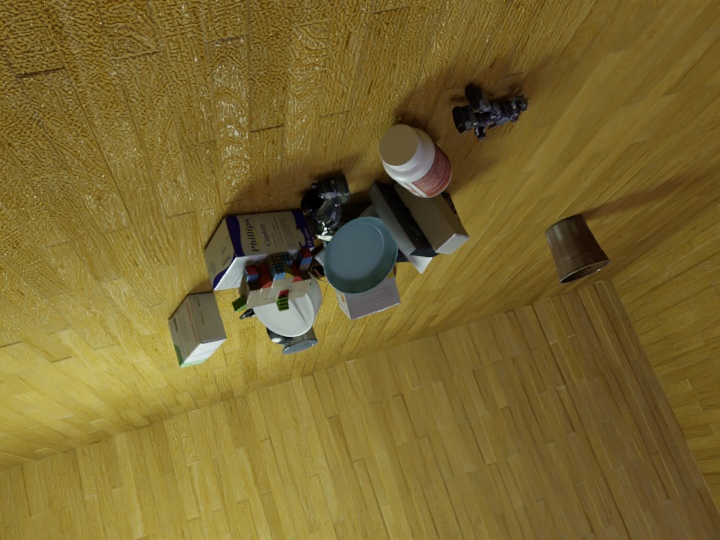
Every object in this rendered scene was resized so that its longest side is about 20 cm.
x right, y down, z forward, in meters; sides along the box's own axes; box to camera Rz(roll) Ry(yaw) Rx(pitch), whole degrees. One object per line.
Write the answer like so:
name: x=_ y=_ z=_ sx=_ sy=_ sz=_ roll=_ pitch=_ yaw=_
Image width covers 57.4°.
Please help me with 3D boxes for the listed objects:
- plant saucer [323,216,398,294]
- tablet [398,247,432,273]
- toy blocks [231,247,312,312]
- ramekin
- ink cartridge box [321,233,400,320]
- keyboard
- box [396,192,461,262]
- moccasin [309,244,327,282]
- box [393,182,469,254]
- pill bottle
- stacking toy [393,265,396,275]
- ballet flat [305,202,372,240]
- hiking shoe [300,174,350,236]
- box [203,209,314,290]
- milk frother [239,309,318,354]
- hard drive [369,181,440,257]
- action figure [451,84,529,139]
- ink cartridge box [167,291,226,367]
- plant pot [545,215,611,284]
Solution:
plant saucer: x=-0.004 y=-0.040 z=1.577 sx=0.198 sy=0.036 sz=0.202 roll=-13 pitch=120 yaw=-23
tablet: x=0.101 y=-0.086 z=1.648 sx=0.014 sy=0.200 sz=0.130 roll=-37 pitch=170 yaw=-17
toy blocks: x=-0.186 y=0.015 z=1.474 sx=0.198 sy=0.101 sz=0.137 roll=-12 pitch=150 yaw=-27
ramekin: x=-0.196 y=0.074 z=1.817 sx=0.202 sy=0.203 sz=0.094 roll=-32 pitch=-170 yaw=36
ink cartridge box: x=0.000 y=0.000 z=1.705 sx=0.143 sy=0.202 sz=0.147 roll=-18 pitch=-164 yaw=-10
keyboard: x=-0.021 y=-0.081 z=1.590 sx=0.200 sy=0.011 sz=0.056 roll=-43 pitch=124 yaw=1
box: x=0.150 y=-0.114 z=1.753 sx=0.131 sy=0.116 sz=0.199 roll=-5 pitch=159 yaw=-44
moccasin: x=-0.113 y=-0.010 z=1.834 sx=0.200 sy=0.079 sz=0.073 roll=-32 pitch=159 yaw=35
box: x=0.164 y=-0.137 z=1.532 sx=0.068 sy=0.201 sz=0.082 roll=-42 pitch=154 yaw=26
pill bottle: x=0.112 y=-0.227 z=1.359 sx=0.111 sy=0.113 sz=0.200 roll=-25 pitch=163 yaw=18
stacking toy: x=0.019 y=-0.038 z=1.884 sx=0.144 sy=0.147 sz=0.201 roll=-20 pitch=144 yaw=1
ballet flat: x=-0.045 y=-0.110 z=1.610 sx=0.198 sy=0.073 sz=0.068 roll=-13 pitch=157 yaw=-22
hiking shoe: x=-0.092 y=-0.145 z=1.477 sx=0.099 sy=0.077 sz=0.201 roll=-4 pitch=150 yaw=-19
box: x=-0.239 y=-0.048 z=1.528 sx=0.198 sy=0.106 sz=0.184 roll=-9 pitch=160 yaw=-34
milk frother: x=-0.257 y=0.168 z=2.031 sx=0.179 sy=0.190 sz=0.200 roll=-4 pitch=157 yaw=-40
hard drive: x=0.102 y=-0.115 z=1.535 sx=0.042 sy=0.201 sz=0.134 roll=-43 pitch=153 yaw=28
action figure: x=0.267 y=-0.317 z=1.339 sx=0.199 sy=0.070 sz=0.130 roll=-7 pitch=154 yaw=-46
ink cartridge box: x=-0.466 y=0.169 z=1.870 sx=0.083 sy=0.146 sz=0.200 roll=-8 pitch=159 yaw=-36
plant pot: x=0.789 y=-0.081 z=2.435 sx=0.198 sy=0.200 sz=0.201 roll=-19 pitch=164 yaw=-6
